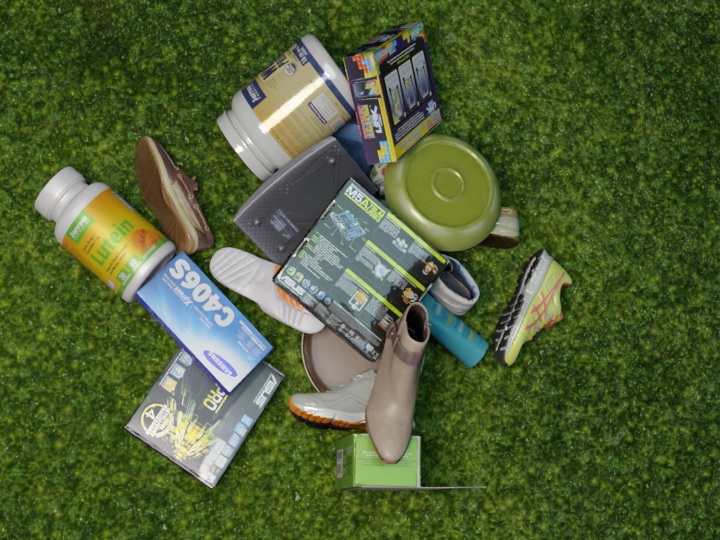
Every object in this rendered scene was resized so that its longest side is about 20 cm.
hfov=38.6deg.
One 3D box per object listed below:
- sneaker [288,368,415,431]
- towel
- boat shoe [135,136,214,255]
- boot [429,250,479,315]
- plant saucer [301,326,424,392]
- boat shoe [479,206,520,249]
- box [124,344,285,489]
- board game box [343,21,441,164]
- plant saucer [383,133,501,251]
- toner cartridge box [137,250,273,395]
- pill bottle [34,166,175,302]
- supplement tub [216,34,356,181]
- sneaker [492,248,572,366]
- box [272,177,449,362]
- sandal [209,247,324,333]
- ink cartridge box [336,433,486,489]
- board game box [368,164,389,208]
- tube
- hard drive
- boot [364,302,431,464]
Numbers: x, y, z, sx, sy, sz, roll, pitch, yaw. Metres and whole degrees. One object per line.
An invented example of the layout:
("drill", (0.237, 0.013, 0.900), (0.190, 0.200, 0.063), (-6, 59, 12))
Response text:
("sneaker", (-0.013, 0.191, 1.543), (0.196, 0.076, 0.094), (9, 69, -17))
("towel", (-0.016, -0.226, 1.651), (0.110, 0.049, 0.203), (17, 74, 12))
("boat shoe", (-0.284, -0.118, 1.589), (0.071, 0.072, 0.202), (-14, 68, -44))
("boot", (0.110, -0.017, 1.622), (0.199, 0.096, 0.074), (42, 74, 1))
("plant saucer", (0.003, 0.122, 1.606), (0.196, 0.032, 0.205), (2, 79, -10))
("boat shoe", (0.166, -0.089, 1.667), (0.196, 0.074, 0.068), (15, 67, -13))
("box", (-0.231, 0.197, 1.535), (0.160, 0.049, 0.202), (35, 72, -3))
("board game box", (0.054, -0.277, 1.589), (0.056, 0.200, 0.168), (-1, 114, 28))
("plant saucer", (0.134, -0.131, 1.617), (0.196, 0.031, 0.204), (5, 69, -12))
("toner cartridge box", (-0.230, 0.078, 1.518), (0.200, 0.043, 0.095), (46, 72, 2))
("pill bottle", (-0.381, -0.058, 1.526), (0.199, 0.111, 0.111), (41, 74, -1))
("supplement tub", (-0.109, -0.247, 1.580), (0.199, 0.144, 0.145), (-38, 87, 6))
("sneaker", (0.282, 0.070, 1.650), (0.089, 0.078, 0.202), (31, 76, -10))
("box", (0.000, 0.000, 1.534), (0.199, 0.047, 0.194), (38, 84, -7))
("sandal", (-0.135, 0.027, 1.585), (0.204, 0.059, 0.080), (29, 81, 9))
("ink cartridge box", (0.071, 0.287, 1.526), (0.196, 0.148, 0.077), (3, 76, -11))
("board game box", (0.018, -0.131, 1.649), (0.103, 0.024, 0.203), (22, 75, 13))
("tube", (0.112, 0.072, 1.614), (0.199, 0.078, 0.050), (40, 115, -10))
("hard drive", (-0.086, -0.107, 1.572), (0.199, 0.043, 0.135), (-38, 127, 8))
("boot", (0.058, 0.148, 1.444), (0.069, 0.148, 0.202), (12, 40, -12))
